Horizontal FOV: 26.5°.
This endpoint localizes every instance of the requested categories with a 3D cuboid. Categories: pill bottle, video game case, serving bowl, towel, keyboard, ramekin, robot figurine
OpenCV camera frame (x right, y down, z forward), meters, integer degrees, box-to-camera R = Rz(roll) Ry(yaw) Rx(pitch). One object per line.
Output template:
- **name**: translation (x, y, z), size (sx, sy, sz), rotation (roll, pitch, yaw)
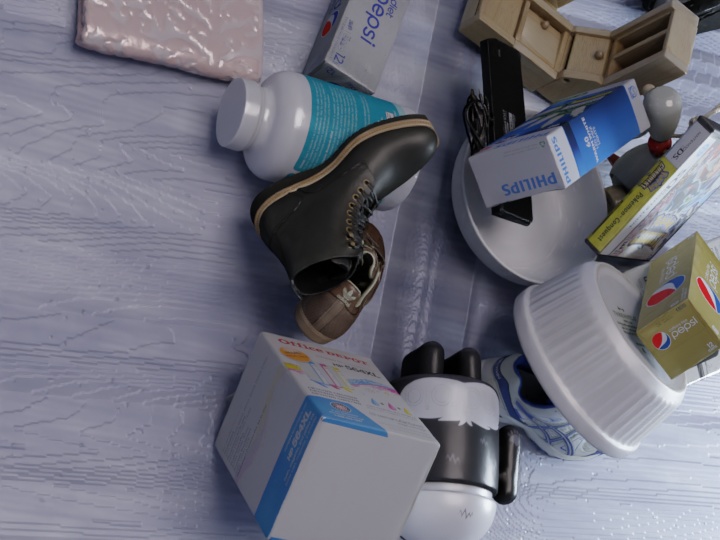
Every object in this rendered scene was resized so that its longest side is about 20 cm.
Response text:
- **pill bottle**: translation (-0.042, -0.134, 1.534), size (0.198, 0.110, 0.112), rotation (14, 68, -29)
- **video game case**: translation (0.345, -0.084, 1.683), size (0.026, 0.181, 0.199), rotation (48, 18, 20)
- **serving bowl**: translation (0.176, -0.074, 1.681), size (0.198, 0.066, 0.203), rotation (11, 70, -30)
- **towel**: translation (-0.190, -0.292, 1.538), size (0.198, 0.032, 0.194), rotation (9, 70, -31)
- **keyboard**: translation (0.140, -0.150, 1.631), size (0.104, 0.039, 0.203), rotation (19, 63, -52)
- **ramekin**: translation (0.253, 0.083, 1.572), size (0.202, 0.094, 0.203), rotation (42, 26, -26)
- **robot figurine**: translation (0.076, 0.177, 1.511), size (0.125, 0.148, 0.203), rotation (47, 42, -64)

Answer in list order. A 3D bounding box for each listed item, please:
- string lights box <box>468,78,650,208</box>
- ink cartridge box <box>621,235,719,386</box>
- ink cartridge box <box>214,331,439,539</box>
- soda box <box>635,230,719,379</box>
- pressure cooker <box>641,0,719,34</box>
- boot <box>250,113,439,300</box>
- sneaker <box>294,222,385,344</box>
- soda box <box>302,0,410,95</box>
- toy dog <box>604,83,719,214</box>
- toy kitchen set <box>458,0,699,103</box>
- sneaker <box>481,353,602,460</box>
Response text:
- **string lights box**: translation (0.210, -0.133, 1.589), size (0.199, 0.102, 0.060), rotation (-34, 106, -48)
- **ink cartridge box**: translation (0.351, 0.059, 1.740), size (0.198, 0.084, 0.146), rotation (-18, 85, -34)
- **ink cartridge box**: translation (-0.039, 0.153, 1.401), size (0.127, 0.200, 0.126), rotation (16, 106, -28)
- **soda box**: translation (0.339, 0.033, 1.595), size (0.064, 0.067, 0.200), rotation (50, 25, -8)
- **pressure cooker**: translation (0.422, -0.404, 1.870), size (0.177, 0.175, 0.203), rotation (-12, 85, -37)
- **boot**: translation (0.003, -0.055, 1.448), size (0.199, 0.139, 0.078), rotation (-33, 129, 3)
- **sneaker**: translation (0.000, 0.000, 1.505), size (0.070, 0.075, 0.201), rotation (43, 33, -11)
- **soda box**: translation (0.005, -0.273, 1.634), size (0.068, 0.063, 0.202), rotation (30, 62, -20)
- **toy dog**: translation (0.319, -0.144, 1.736), size (0.131, 0.201, 0.097), rotation (-7, 49, -33)
- **toy kitchen set**: translation (0.253, -0.309, 1.731), size (0.199, 0.180, 0.165), rotation (32, 60, -25)
- **sneaker**: translation (0.210, 0.147, 1.623), size (0.198, 0.088, 0.076), rotation (22, 63, -26)
